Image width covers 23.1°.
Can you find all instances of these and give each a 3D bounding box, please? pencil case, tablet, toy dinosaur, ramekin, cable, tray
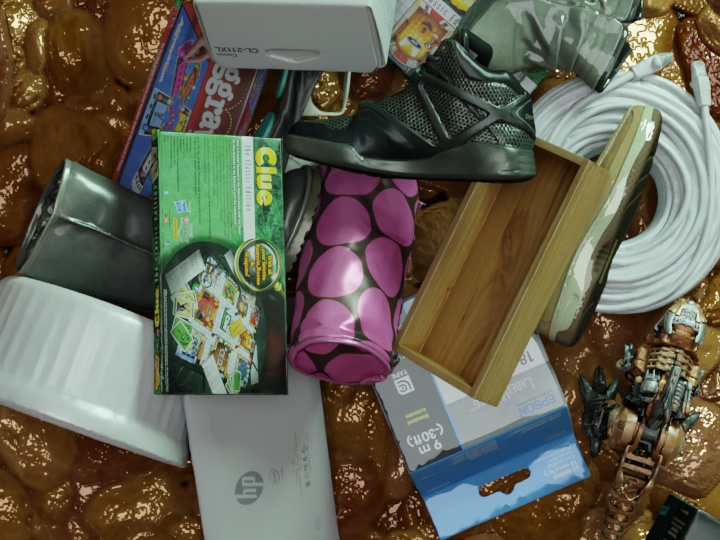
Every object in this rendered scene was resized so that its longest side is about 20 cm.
[{"bbox_3d":[0.000,0.000,1.405,0.094,0.090,0.201,38,48,-33],"label":"pencil case"},{"bbox_3d":[-0.076,0.165,1.413,0.130,0.014,0.202,-21,114,-35],"label":"tablet"},{"bbox_3d":[0.224,0.120,1.418,0.102,0.136,0.200,39,89,0],"label":"toy dinosaur"},{"bbox_3d":[-0.217,0.078,1.395,0.199,0.201,0.098,19,81,1],"label":"ramekin"},{"bbox_3d":[0.210,-0.064,1.457,0.198,0.069,0.202,-16,89,1],"label":"cable"},{"bbox_3d":[0.109,-0.006,1.376,0.098,0.037,0.201,29,94,43],"label":"tray"}]

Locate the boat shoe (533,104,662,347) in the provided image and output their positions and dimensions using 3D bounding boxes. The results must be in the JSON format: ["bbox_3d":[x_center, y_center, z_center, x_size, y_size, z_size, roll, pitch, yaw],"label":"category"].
[{"bbox_3d":[0.173,-0.045,1.392,0.076,0.072,0.201,23,88,17],"label":"boat shoe"}]

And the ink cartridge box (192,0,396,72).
[{"bbox_3d":[-0.041,-0.266,1.405,0.144,0.083,0.201,3,61,10],"label":"ink cartridge box"}]

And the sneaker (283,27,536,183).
[{"bbox_3d":[0.039,-0.127,1.363,0.198,0.076,0.115,1,88,19],"label":"sneaker"}]

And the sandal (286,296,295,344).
[{"bbox_3d":[-0.074,0.120,1.458,0.079,0.057,0.203,10,89,1],"label":"sandal"}]

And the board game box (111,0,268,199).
[{"bbox_3d":[-0.143,-0.118,1.463,0.102,0.019,0.201,19,89,26],"label":"board game box"}]

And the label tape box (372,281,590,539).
[{"bbox_3d":[0.093,0.107,1.455,0.143,0.063,0.201,-23,88,0],"label":"label tape box"}]

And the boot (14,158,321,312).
[{"bbox_3d":[-0.149,-0.039,1.393,0.199,0.073,0.183,28,88,-15],"label":"boot"}]

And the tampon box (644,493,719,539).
[{"bbox_3d":[0.264,0.301,1.406,0.126,0.150,0.201,29,89,2],"label":"tampon box"}]

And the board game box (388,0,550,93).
[{"bbox_3d":[0.064,-0.209,1.477,0.200,0.023,0.105,41,87,1],"label":"board game box"}]

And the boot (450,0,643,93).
[{"bbox_3d":[0.143,-0.175,1.415,0.130,0.068,0.201,28,85,9],"label":"boot"}]

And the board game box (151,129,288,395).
[{"bbox_3d":[-0.108,-0.005,1.345,0.104,0.023,0.202,2,80,-21],"label":"board game box"}]

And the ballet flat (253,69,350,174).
[{"bbox_3d":[-0.051,-0.127,1.452,0.068,0.068,0.201,22,100,-8],"label":"ballet flat"}]
